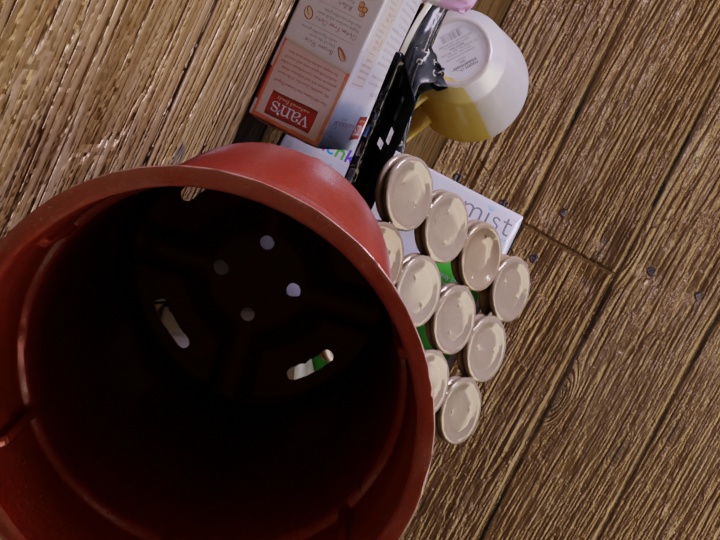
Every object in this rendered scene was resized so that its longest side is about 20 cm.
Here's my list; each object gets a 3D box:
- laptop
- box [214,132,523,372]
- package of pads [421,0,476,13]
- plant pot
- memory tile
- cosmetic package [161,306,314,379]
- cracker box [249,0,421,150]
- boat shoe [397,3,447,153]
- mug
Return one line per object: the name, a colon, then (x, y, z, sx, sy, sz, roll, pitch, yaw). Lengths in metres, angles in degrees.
laptop: (-0.048, -0.052, 0.802, 0.177, 0.102, 0.202, -5, 117, -86)
box: (0.000, 0.000, 0.966, 0.178, 0.198, 0.097, -61, 175, -17)
package of pads: (0.090, -0.310, 0.935, 0.121, 0.075, 0.201, -85, -164, -53)
plant pot: (-0.063, 0.030, 0.580, 0.196, 0.199, 0.203, -78, -167, -73)
memory tile: (0.049, 0.024, 0.856, 0.200, 0.017, 0.155, 38, 70, -46)
cosmetic package: (-0.085, 0.095, 0.902, 0.201, 0.100, 0.075, 88, 6, -66)
cracker box: (0.002, -0.184, 0.841, 0.202, 0.057, 0.134, -65, 174, 8)
boat shoe: (0.063, -0.209, 1.366, 0.201, 0.065, 0.075, -64, 175, -1)
mug: (0.121, -0.229, 1.493, 0.153, 0.148, 0.189, 27, 83, -78)
